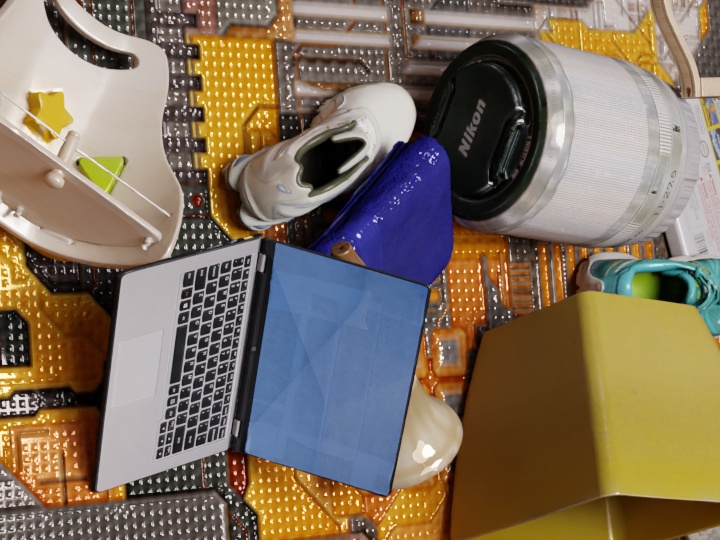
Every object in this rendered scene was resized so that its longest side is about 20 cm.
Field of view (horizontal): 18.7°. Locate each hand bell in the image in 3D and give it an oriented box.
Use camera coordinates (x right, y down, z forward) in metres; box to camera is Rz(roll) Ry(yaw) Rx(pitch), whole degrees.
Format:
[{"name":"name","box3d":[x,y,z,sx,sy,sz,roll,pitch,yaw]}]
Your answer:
[{"name":"hand bell","box3d":[0.007,0.059,1.658,0.104,0.104,0.201,-45,135,-33]}]

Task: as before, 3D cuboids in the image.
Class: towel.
[{"name":"towel","box3d":[0.000,0.000,1.714,0.200,0.049,0.148,-47,150,-32]}]

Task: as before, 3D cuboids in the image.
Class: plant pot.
[{"name":"plant pot","box3d":[0.199,0.124,1.801,0.199,0.199,0.178,9,68,-37]}]

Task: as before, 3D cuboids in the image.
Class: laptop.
[{"name":"laptop","box3d":[-0.074,0.085,1.577,0.199,0.116,0.189,-16,128,-38]}]

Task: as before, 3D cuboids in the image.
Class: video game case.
[{"name":"video game case","box3d":[0.343,-0.075,2.037,0.181,0.023,0.202,-20,96,-38]}]

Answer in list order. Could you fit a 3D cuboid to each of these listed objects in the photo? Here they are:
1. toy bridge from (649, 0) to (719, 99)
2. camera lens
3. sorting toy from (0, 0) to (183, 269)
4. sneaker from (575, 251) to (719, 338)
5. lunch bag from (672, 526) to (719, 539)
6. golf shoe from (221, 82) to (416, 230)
[{"name":"toy bridge","box3d":[0.270,-0.243,1.808,0.067,0.027,0.202,-5,94,-29]},{"name":"camera lens","box3d":[0.162,-0.104,1.807,0.199,0.159,0.162,7,80,-41]},{"name":"sorting toy","box3d":[-0.211,-0.120,1.564,0.200,0.106,0.181,37,56,-29]},{"name":"sneaker","box3d":[0.285,0.023,1.928,0.198,0.079,0.078,1,89,-29]},{"name":"lunch bag","box3d":[0.332,0.181,1.932,0.167,0.139,0.202,-20,96,-22]},{"name":"golf shoe","box3d":[-0.010,-0.092,1.714,0.200,0.097,0.079,-37,105,-37]}]
